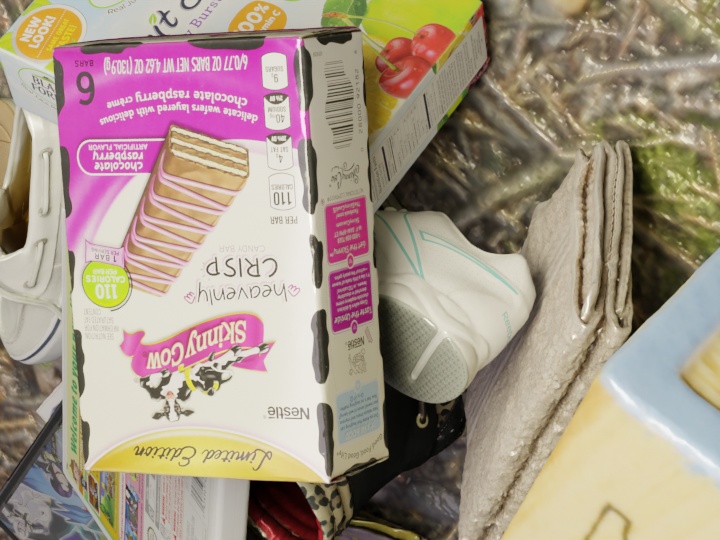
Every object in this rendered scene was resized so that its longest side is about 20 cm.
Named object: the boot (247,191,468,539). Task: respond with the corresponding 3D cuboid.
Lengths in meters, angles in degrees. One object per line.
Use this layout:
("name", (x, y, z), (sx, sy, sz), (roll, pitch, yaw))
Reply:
("boot", (-0.028, 0.035, 1.347), (0.073, 0.154, 0.204), (-18, 107, 46))

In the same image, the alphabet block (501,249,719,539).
("alphabet block", (0.194, 0.118, 1.185), (0.196, 0.195, 0.200), (39, 136, 13))

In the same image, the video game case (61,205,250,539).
("video game case", (-0.109, 0.091, 1.354), (0.182, 0.022, 0.200), (50, 147, 39))

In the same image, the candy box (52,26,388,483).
("candy box", (-0.064, -0.008, 1.182), (0.136, 0.061, 0.201), (0, 99, 29))

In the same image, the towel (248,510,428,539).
("towel", (-0.014, 0.212, 1.564), (0.143, 0.023, 0.200), (19, 130, 28))

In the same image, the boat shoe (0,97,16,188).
("boat shoe", (-0.210, -0.044, 1.505), (0.072, 0.065, 0.200), (65, 148, 18))

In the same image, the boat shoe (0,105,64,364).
("boat shoe", (-0.186, -0.020, 1.391), (0.075, 0.086, 0.202), (65, 147, 32))

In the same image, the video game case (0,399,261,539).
("video game case", (-0.132, 0.178, 1.603), (0.200, 0.025, 0.181), (45, 142, 4))

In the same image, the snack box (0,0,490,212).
("snack box", (-0.058, -0.106, 1.274), (0.200, 0.142, 0.053), (26, 152, 24))

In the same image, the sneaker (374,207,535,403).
("sneaker", (0.000, 0.000, 1.277), (0.200, 0.080, 0.071), (26, 138, 36))

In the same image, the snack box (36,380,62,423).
("snack box", (-0.127, 0.062, 1.547), (0.072, 0.024, 0.200), (46, 138, 1))

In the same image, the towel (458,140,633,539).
("towel", (0.088, 0.040, 1.275), (0.034, 0.133, 0.200), (15, 135, -8))
